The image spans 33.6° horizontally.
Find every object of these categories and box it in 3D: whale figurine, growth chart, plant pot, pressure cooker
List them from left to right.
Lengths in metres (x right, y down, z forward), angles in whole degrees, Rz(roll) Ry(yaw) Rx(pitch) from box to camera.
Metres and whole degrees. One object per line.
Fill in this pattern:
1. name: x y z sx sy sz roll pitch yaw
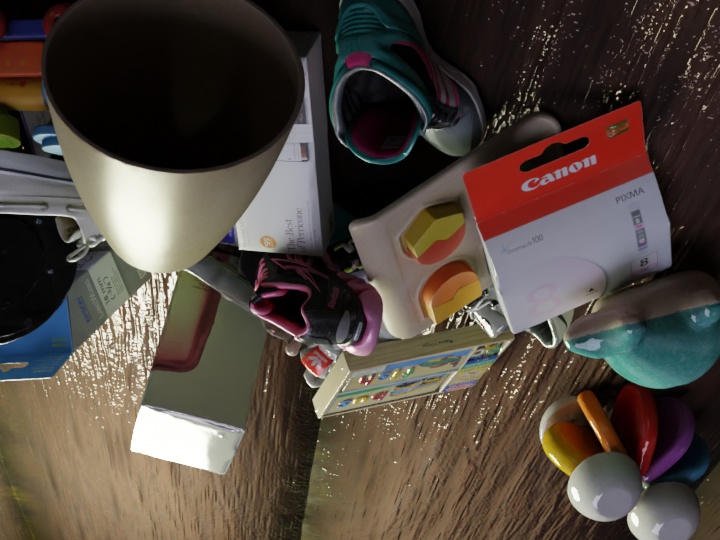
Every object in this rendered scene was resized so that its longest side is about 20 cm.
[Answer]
1. pressure cooker: -0.386 -0.031 1.143 0.200 0.176 0.179 26 142 48
2. plant pot: -0.152 -0.091 0.931 0.187 0.188 0.200 15 145 -4
3. growth chart: -0.130 0.016 1.197 0.200 0.018 0.145 34 -171 5
4. whale figurine: 0.266 0.064 1.106 0.159 0.104 0.200 -18 175 33

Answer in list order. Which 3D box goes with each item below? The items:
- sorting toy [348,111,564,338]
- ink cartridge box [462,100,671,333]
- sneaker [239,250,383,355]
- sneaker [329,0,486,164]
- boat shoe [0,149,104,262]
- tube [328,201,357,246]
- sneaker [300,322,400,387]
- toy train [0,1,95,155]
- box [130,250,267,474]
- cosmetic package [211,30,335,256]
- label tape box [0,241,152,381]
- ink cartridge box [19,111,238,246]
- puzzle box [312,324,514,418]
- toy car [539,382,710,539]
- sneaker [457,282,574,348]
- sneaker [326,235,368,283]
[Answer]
1. sorting toy: 0.099 -0.030 1.056 0.200 0.037 0.185 -30 144 -7
2. ink cartridge box: 0.183 -0.038 1.028 0.162 0.057 0.200 -23 149 2
3. sneaker: -0.067 0.015 1.073 0.095 0.079 0.200 -3 -158 -35
4. sneaker: 0.039 -0.125 0.944 0.083 0.121 0.200 -10 142 31
5. boat shoe: -0.249 -0.050 1.061 0.201 0.086 0.075 9 178 -35
6. tube: -0.032 -0.041 1.174 0.077 0.051 0.200 -6 151 42
7. sneaker: -0.013 0.076 1.268 0.070 0.093 0.200 50 156 10
8. toy train: -0.304 -0.155 1.001 0.199 0.116 0.085 2 169 16
9. box: -0.165 0.095 1.278 0.109 0.201 0.128 16 146 -8
10. cosmetic package: -0.072 -0.106 1.023 0.082 0.051 0.200 6 129 13
11. label tape box: -0.331 0.034 1.238 0.144 0.200 0.063 -6 116 26
12. ink cartridge box: -0.209 -0.107 1.128 0.199 0.044 0.198 9 148 2
13. puzzle box: 0.056 0.109 1.301 0.199 0.025 0.133 -10 155 -22
14. toy car: 0.311 0.201 1.351 0.200 0.175 0.150 27 108 -22
15. sneaker: 0.121 0.015 1.166 0.199 0.089 0.074 21 148 -9
16. sneaker: 0.000 0.000 1.129 0.083 0.072 0.200 7 143 -37
